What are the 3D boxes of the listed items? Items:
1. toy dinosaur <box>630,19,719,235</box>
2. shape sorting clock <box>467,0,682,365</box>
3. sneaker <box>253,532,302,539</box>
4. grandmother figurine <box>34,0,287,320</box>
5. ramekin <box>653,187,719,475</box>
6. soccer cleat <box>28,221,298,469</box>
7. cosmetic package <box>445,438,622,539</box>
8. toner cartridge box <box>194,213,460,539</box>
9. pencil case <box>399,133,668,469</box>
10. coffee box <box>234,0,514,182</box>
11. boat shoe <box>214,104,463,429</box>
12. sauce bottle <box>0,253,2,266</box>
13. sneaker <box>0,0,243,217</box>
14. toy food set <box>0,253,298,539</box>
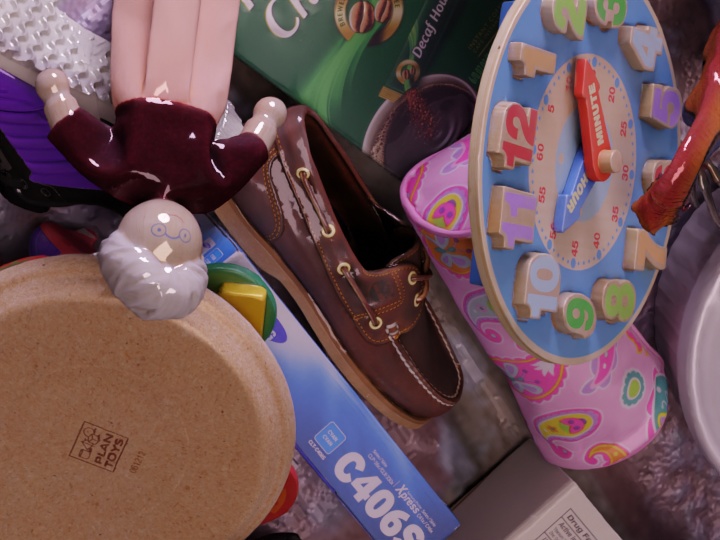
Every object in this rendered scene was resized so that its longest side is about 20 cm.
[{"bbox_3d":[0.181,-0.091,1.494,0.181,0.105,0.201,-18,77,-53],"label":"toy dinosaur"},{"bbox_3d":[0.110,-0.054,1.443,0.200,0.039,0.201,-8,100,-51],"label":"shape sorting clock"},{"bbox_3d":[-0.052,0.165,1.493,0.079,0.200,0.075,-43,94,-10],"label":"sneaker"},{"bbox_3d":[-0.093,-0.073,1.373,0.121,0.061,0.201,4,70,-7],"label":"grandmother figurine"},{"bbox_3d":[0.252,0.027,1.597,0.201,0.094,0.204,-6,108,-17],"label":"ramekin"},{"bbox_3d":[-0.113,0.060,1.505,0.076,0.067,0.200,-40,117,2],"label":"soccer cleat"},{"bbox_3d":[0.058,0.201,1.599,0.200,0.073,0.104,-41,115,-3],"label":"cosmetic package"},{"bbox_3d":[-0.032,0.060,1.513,0.043,0.095,0.200,-40,115,-4],"label":"toner cartridge box"},{"bbox_3d":[0.095,0.014,1.524,0.087,0.087,0.200,-34,127,-6],"label":"pencil case"},{"bbox_3d":[-0.012,-0.143,1.482,0.200,0.044,0.123,38,94,-24],"label":"coffee box"},{"bbox_3d":[0.000,0.000,1.505,0.070,0.071,0.200,-28,122,21],"label":"boat shoe"},{"bbox_3d":[-0.217,-0.020,1.441,0.066,0.066,0.201,-31,114,-7],"label":"sauce bottle"},{"bbox_3d":[-0.165,-0.079,1.439,0.200,0.070,0.100,31,124,-11],"label":"sneaker"},{"bbox_3d":[-0.125,0.075,1.439,0.197,0.049,0.201,8,121,-1],"label":"toy food set"}]
